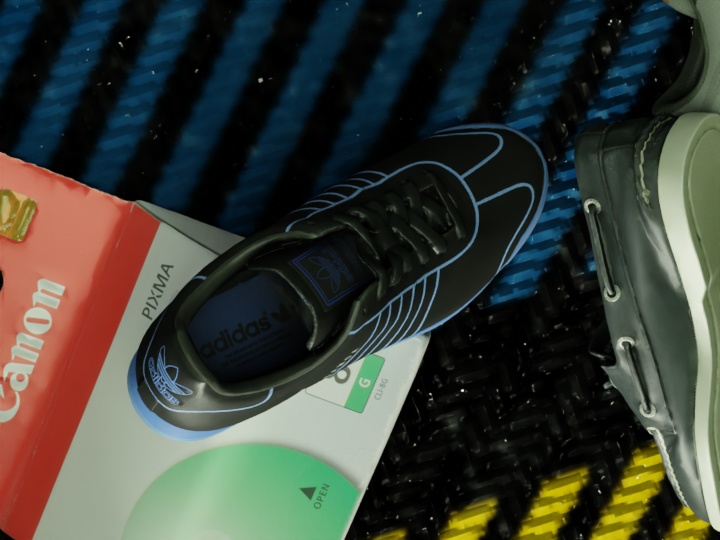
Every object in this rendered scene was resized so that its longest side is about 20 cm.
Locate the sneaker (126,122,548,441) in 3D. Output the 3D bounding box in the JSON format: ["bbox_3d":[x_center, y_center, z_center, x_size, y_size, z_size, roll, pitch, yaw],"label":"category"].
[{"bbox_3d":[0.000,0.000,1.135,0.200,0.078,0.070,-35,87,-19],"label":"sneaker"}]

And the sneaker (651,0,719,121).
[{"bbox_3d":[0.162,-0.136,1.140,0.079,0.074,0.201,8,107,1],"label":"sneaker"}]

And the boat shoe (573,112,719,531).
[{"bbox_3d":[0.124,0.022,1.188,0.066,0.075,0.200,8,134,29],"label":"boat shoe"}]

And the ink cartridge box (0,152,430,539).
[{"bbox_3d":[-0.092,0.057,1.201,0.200,0.050,0.161,20,105,-11],"label":"ink cartridge box"}]
